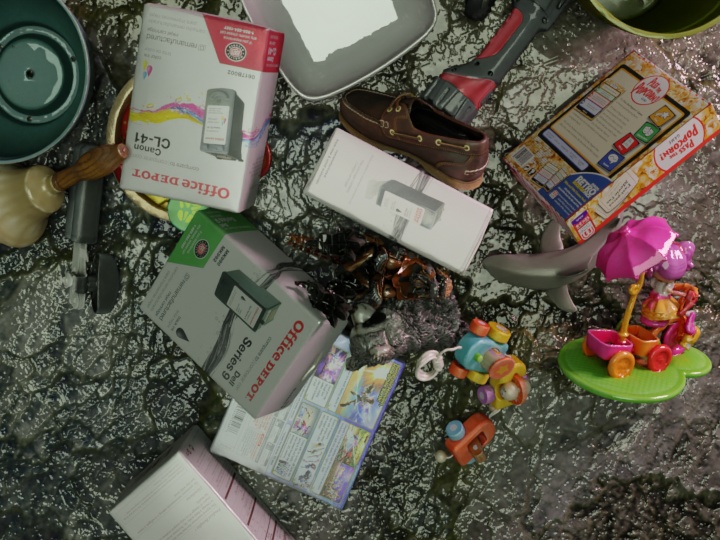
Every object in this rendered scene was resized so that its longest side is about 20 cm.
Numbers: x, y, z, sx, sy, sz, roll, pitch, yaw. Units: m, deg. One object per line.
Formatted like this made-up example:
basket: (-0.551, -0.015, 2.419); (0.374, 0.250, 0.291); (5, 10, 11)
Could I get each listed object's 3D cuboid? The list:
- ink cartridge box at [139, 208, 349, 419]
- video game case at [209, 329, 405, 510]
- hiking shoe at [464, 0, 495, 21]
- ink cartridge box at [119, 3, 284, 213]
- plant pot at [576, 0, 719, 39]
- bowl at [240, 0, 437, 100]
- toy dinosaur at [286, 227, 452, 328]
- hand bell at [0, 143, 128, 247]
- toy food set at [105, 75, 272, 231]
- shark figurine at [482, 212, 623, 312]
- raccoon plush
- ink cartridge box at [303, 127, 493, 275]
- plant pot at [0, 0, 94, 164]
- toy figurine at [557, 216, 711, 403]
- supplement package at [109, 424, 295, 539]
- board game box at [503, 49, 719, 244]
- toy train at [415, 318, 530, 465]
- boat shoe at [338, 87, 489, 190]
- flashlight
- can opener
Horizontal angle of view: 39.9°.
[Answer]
ink cartridge box: (-0.133, 0.046, 1.138); (0.199, 0.084, 0.147); (40, 108, 16)
video game case: (-0.064, 0.163, 1.214); (0.179, 0.045, 0.203); (24, 97, -1)
hiking shoe: (0.113, -0.386, 1.138); (0.099, 0.076, 0.204); (0, 88, 9)
ink cartridge box: (-0.175, -0.178, 1.094); (0.145, 0.086, 0.204); (11, 100, 4)
plant pot: (0.305, -0.345, 1.075); (0.196, 0.193, 0.205); (0, 97, 0)
bowl: (-0.030, -0.315, 1.139); (0.198, 0.075, 0.202); (-29, 96, 3)
toy dinosaur: (0.000, 0.000, 1.103); (0.197, 0.135, 0.104); (-5, 96, 34)
hand bell: (-0.330, -0.103, 1.110); (0.197, 0.104, 0.106); (-17, 98, 31)
toy food set: (-0.204, -0.154, 1.173); (0.197, 0.049, 0.201); (37, 95, -4)
shark figurine: (0.265, -0.029, 1.171); (0.214, 0.090, 0.128); (-41, 97, 7)
raccoon plush: (0.075, 0.088, 1.148); (0.198, 0.097, 0.135); (28, 55, -4)
ink cartridge box: (0.041, -0.079, 1.133); (0.198, 0.146, 0.086); (29, 94, -4)
plant pot: (-0.388, -0.225, 1.120); (0.196, 0.134, 0.204); (0, 98, 0)
toy figurine: (0.333, 0.030, 1.133); (0.196, 0.150, 0.187); (-5, 114, -21)
supplement package: (-0.185, 0.311, 1.197); (0.116, 0.117, 0.201); (-39, 95, 4)
board game box: (0.280, -0.143, 1.123); (0.199, 0.152, 0.046); (-39, 130, 6)
toy train: (0.141, 0.152, 1.166); (0.149, 0.056, 0.201); (-37, 134, -13)
boat shoe: (0.061, -0.167, 1.127); (0.198, 0.071, 0.071); (28, 54, 20)
flashlight: (0.155, -0.261, 1.154); (0.067, 0.068, 0.201); (35, 93, -37)
can opener: (-0.325, -0.050, 1.192); (0.066, 0.052, 0.204); (-2, 101, -34)
